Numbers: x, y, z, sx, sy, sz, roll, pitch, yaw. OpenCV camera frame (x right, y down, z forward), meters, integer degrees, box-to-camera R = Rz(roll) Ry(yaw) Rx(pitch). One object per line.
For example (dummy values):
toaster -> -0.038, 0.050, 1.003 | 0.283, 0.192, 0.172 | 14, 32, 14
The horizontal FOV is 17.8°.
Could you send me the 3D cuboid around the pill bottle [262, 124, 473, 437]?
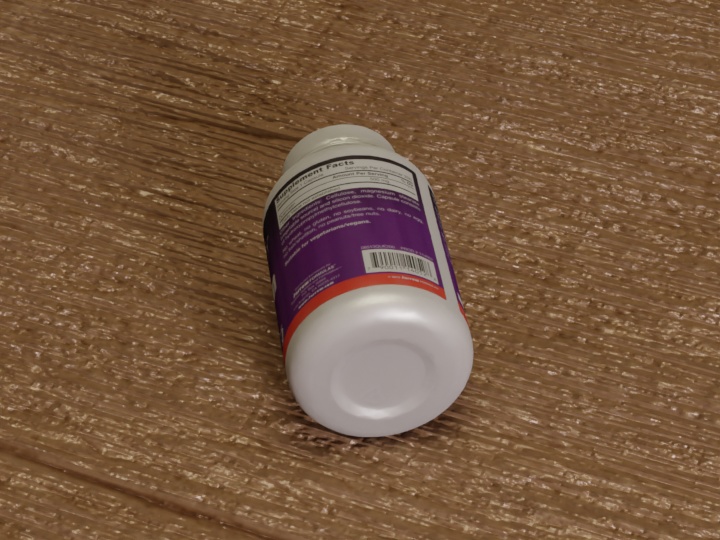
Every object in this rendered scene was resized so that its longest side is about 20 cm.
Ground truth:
pill bottle -> 0.000, 0.000, 1.412 | 0.112, 0.113, 0.200 | -6, 40, -5
